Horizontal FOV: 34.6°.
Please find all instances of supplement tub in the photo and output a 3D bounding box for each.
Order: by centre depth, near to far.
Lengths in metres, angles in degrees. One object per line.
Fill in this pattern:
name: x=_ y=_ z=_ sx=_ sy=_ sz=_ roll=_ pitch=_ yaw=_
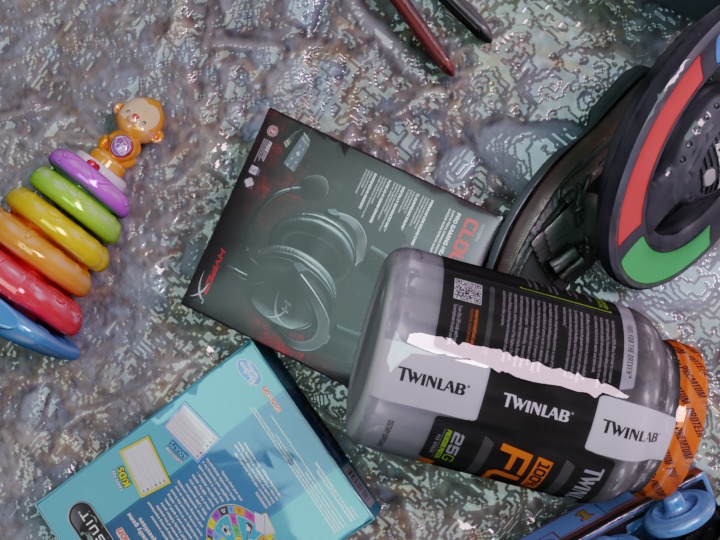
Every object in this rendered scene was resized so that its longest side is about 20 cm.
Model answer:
supplement tub: x=0.098 y=0.068 z=0.698 sx=0.198 sy=0.123 sz=0.124 roll=15 pitch=90 yaw=-4

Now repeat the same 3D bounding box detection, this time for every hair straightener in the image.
hair straightener: x=0.033 y=-0.239 z=0.829 sx=0.077 sy=0.041 sz=0.201 roll=-37 pitch=79 yaw=5

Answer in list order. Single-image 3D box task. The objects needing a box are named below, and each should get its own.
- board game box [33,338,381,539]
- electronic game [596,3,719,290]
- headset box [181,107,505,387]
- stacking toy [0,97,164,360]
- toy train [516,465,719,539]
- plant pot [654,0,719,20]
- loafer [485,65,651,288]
board game box: x=-0.108 y=0.168 z=0.826 sx=0.199 sy=0.047 sz=0.152 roll=-36 pitch=84 yaw=6
electronic game: x=0.214 y=-0.078 z=0.719 sx=0.041 sy=0.200 sz=0.201 roll=35 pitch=93 yaw=33
headset box: x=0.000 y=0.000 z=0.802 sx=0.198 sy=0.077 sz=0.150 roll=26 pitch=92 yaw=10
stacking toy: x=-0.206 y=-0.043 z=0.831 sx=0.116 sy=0.110 sz=0.201 roll=35 pitch=82 yaw=10
toy train: x=0.154 y=0.195 z=0.735 sx=0.198 sy=0.114 sz=0.087 roll=-27 pitch=100 yaw=-8
plant pot: x=0.220 y=-0.277 z=0.727 sx=0.195 sy=0.196 sz=0.201 roll=-34 pitch=90 yaw=6
loafer: x=0.157 y=-0.050 z=0.760 sx=0.063 sy=0.072 sz=0.201 roll=27 pitch=75 yaw=40
